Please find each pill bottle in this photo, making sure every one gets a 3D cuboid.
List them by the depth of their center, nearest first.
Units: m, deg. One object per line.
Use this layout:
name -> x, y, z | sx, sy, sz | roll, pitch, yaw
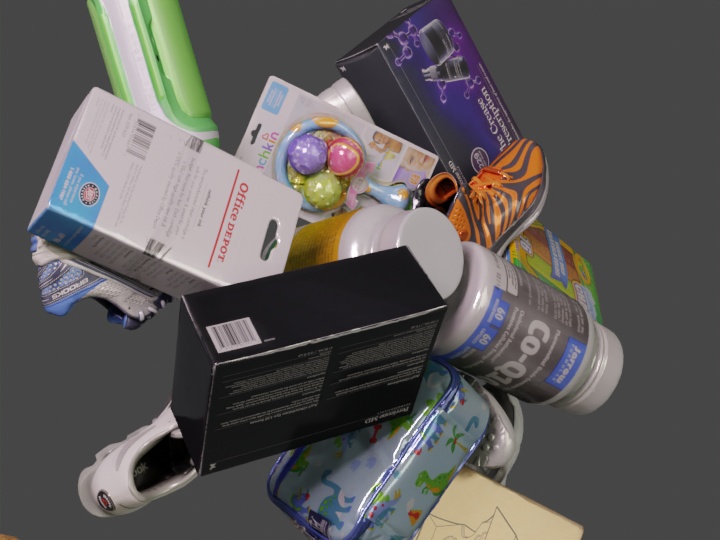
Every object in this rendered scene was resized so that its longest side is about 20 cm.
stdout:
pill bottle -> 0.000, 0.000, 1.053 | 0.112, 0.199, 0.114 | 9, 76, -39
pill bottle -> 0.155, 0.063, 1.088 | 0.199, 0.113, 0.115 | 27, 65, -28

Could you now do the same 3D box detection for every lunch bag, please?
lunch bag -> 0.011, 0.166, 1.040 | 0.082, 0.160, 0.201 | 44, 78, -34

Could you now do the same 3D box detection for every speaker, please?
speaker -> -0.189, -0.189, 1.001 | 0.088, 0.088, 0.202 | -19, 95, -41

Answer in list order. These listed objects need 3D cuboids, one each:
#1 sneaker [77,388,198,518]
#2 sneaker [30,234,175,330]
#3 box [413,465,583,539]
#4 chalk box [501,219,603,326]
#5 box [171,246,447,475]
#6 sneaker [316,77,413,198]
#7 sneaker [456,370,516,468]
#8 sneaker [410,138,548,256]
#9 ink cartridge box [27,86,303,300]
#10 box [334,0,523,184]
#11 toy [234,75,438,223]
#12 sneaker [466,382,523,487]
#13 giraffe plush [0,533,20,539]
sneaker -> -0.147, 0.144, 0.976 | 0.200, 0.088, 0.075 | -45, 109, -38
sneaker -> -0.192, 0.009, 0.979 | 0.198, 0.077, 0.086 | 1, 87, -32
box -> 0.102, 0.276, 1.062 | 0.199, 0.021, 0.165 | 29, 68, -7
chalk box -> 0.188, 0.041, 1.237 | 0.199, 0.123, 0.125 | 33, 37, -31
box -> -0.045, 0.072, 0.903 | 0.198, 0.142, 0.079 | -13, 48, -25
sneaker -> -0.003, -0.099, 1.174 | 0.084, 0.073, 0.201 | -34, 118, -3
sneaker -> 0.102, 0.141, 1.126 | 0.080, 0.200, 0.077 | 28, 95, -35
sneaker -> 0.122, -0.077, 1.133 | 0.112, 0.077, 0.201 | 52, 59, -41
ink cartridge box -> -0.157, -0.048, 0.922 | 0.199, 0.067, 0.117 | 26, 61, -22
box -> 0.082, -0.185, 1.243 | 0.141, 0.078, 0.201 | -43, 110, -34
toy -> -0.021, -0.096, 1.100 | 0.198, 0.047, 0.116 | 22, 98, -26
sneaker -> 0.104, 0.195, 1.190 | 0.113, 0.075, 0.202 | 35, 63, -34
giraffe plush -> -0.233, 0.304, 0.818 | 0.172, 0.161, 0.202 | 27, 65, -35
